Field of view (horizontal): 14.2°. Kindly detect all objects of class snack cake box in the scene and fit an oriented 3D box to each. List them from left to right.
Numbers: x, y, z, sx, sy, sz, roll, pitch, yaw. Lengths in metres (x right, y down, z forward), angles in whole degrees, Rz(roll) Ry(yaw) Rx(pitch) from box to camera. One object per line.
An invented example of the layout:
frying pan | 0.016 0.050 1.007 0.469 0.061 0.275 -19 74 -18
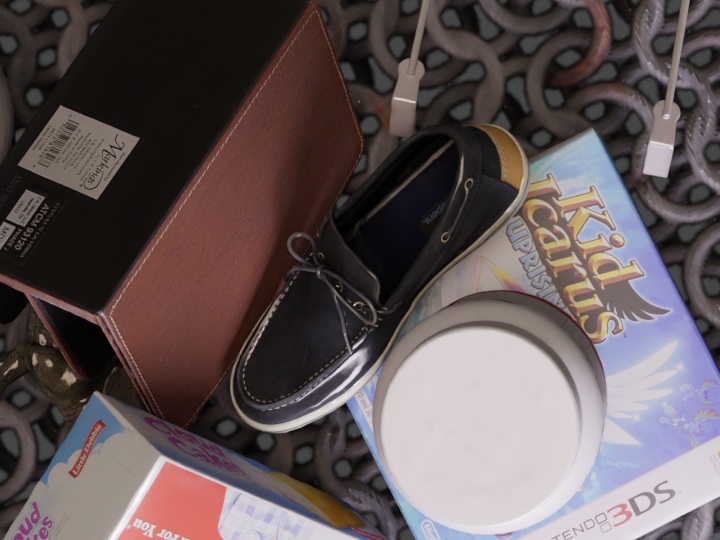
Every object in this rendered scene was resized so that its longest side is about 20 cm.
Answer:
snack cake box | -0.080 0.152 1.448 0.067 0.200 0.115 38 97 44

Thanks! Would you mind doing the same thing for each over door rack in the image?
over door rack | 0.103 -0.159 1.462 0.147 0.067 0.201 10 78 6

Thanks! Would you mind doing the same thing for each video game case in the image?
video game case | 0.087 0.055 1.502 0.181 0.045 0.201 -28 89 5

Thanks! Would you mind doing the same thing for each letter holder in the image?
letter holder | -0.096 -0.036 1.463 0.100 0.142 0.200 21 66 26

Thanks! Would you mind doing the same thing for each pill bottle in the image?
pill bottle | 0.063 0.067 1.381 0.109 0.200 0.110 0 92 6

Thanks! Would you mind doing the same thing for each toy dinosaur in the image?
toy dinosaur | -0.152 0.018 1.519 0.102 0.077 0.201 -9 85 -7

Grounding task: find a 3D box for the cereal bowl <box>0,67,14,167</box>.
cereal bowl | -0.253 -0.038 1.470 0.200 0.200 0.083 -36 121 6

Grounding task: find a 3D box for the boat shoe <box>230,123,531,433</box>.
boat shoe | 0.000 0.000 1.441 0.200 0.062 0.075 -45 59 16
